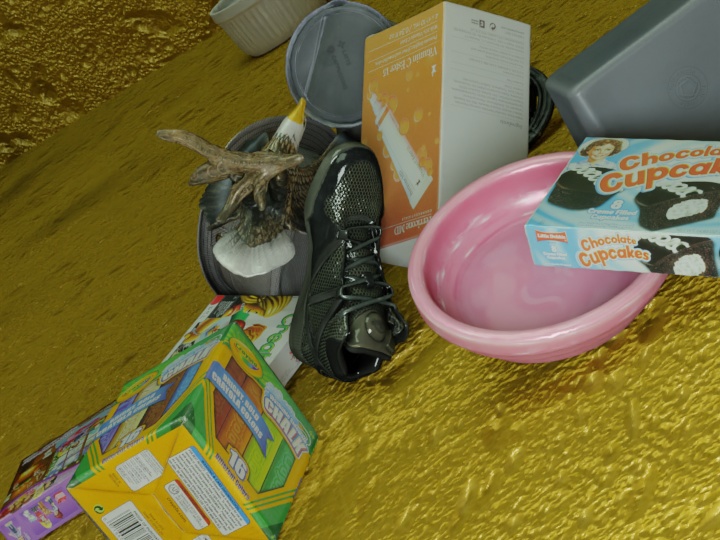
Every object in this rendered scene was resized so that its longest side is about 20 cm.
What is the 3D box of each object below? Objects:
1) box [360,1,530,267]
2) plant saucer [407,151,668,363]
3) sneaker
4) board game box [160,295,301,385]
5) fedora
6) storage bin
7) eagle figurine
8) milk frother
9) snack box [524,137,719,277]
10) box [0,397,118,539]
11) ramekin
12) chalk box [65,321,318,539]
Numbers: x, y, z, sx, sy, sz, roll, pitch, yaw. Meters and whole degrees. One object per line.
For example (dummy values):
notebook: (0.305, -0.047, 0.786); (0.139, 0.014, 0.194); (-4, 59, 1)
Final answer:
box: (0.071, -0.111, 1.696); (0.124, 0.097, 0.202); (-17, 67, 54)
plant saucer: (0.135, -0.004, 1.426); (0.199, 0.051, 0.202); (-13, 40, 11)
sneaker: (0.000, 0.000, 1.622); (0.076, 0.201, 0.114); (0, 18, -33)
board game box: (-0.125, 0.095, 1.769); (0.125, 0.035, 0.200); (-1, 36, 34)
fedora: (-0.061, -0.037, 1.862); (0.176, 0.202, 0.090); (2, 21, -37)
storage bin: (0.244, -0.137, 1.528); (0.199, 0.135, 0.146); (-36, 15, -1)
eagle figurine: (-0.071, -0.077, 1.715); (0.151, 0.152, 0.200); (-38, -12, 4)
milk frother: (0.061, -0.175, 1.873); (0.199, 0.182, 0.188); (-24, -8, 17)
snack box: (0.225, -0.044, 1.344); (0.198, 0.037, 0.116); (4, 37, 31)
box: (-0.247, 0.173, 1.872); (0.199, 0.039, 0.137); (-33, 17, 12)
ramekin: (-0.150, -0.457, 3.393); (0.199, 0.105, 0.200); (-34, 16, 11)
chalk box: (-0.122, 0.136, 1.547); (0.123, 0.125, 0.200); (-29, 18, 24)
